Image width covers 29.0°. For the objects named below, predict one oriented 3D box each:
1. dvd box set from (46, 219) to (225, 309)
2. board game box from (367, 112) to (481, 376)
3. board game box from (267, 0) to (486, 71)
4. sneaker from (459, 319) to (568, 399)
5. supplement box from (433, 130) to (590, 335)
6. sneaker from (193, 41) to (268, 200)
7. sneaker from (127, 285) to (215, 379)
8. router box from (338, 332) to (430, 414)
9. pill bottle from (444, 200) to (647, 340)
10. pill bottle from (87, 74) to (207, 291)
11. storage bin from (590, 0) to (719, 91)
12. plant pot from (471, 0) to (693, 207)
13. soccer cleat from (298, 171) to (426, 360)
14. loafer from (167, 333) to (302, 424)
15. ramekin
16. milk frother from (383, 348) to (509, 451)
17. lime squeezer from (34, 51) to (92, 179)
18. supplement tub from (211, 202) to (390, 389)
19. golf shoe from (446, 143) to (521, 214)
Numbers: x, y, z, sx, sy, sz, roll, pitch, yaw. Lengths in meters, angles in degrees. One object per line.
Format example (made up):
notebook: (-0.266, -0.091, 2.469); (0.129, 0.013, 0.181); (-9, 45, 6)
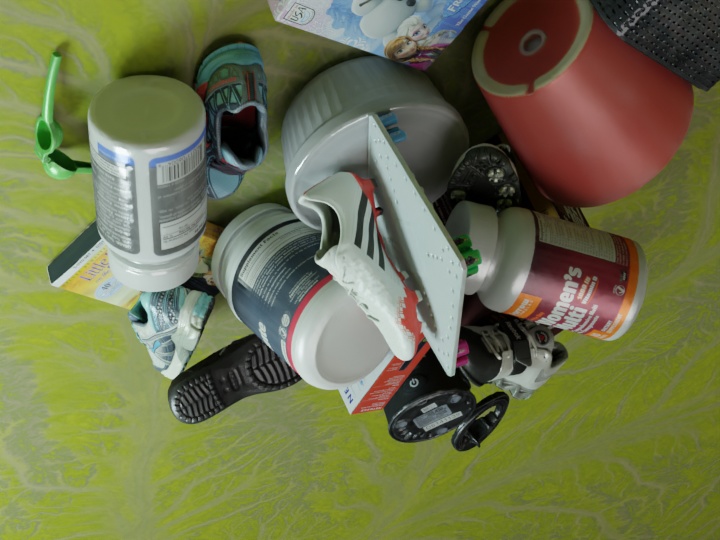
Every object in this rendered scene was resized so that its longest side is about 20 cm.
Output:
dvd box set: (-0.230, -0.010, 1.568); (0.146, 0.030, 0.199); (-39, 144, 24)
board game box: (0.060, -0.026, 1.384); (0.026, 0.201, 0.201); (-20, 148, -14)
board game box: (0.045, -0.292, 1.313); (0.197, 0.044, 0.200); (12, 135, -39)
sneaker: (0.163, 0.083, 1.533); (0.088, 0.075, 0.199); (-37, 152, 21)
supplement box: (0.162, -0.018, 1.630); (0.199, 0.199, 0.132); (-35, 144, 18)
sneaker: (-0.135, -0.128, 1.394); (0.078, 0.096, 0.201); (-8, 145, -19)
sneaker: (-0.222, 0.059, 1.595); (0.086, 0.078, 0.200); (25, 153, -5)
router box: (0.006, 0.032, 1.607); (0.048, 0.201, 0.180); (-4, 143, -36)
pill bottle: (0.185, -0.002, 1.436); (0.198, 0.110, 0.110); (14, 137, -15)
pill bottle: (-0.208, -0.082, 1.379); (0.112, 0.114, 0.201); (-11, 137, -16)
storage bin: (0.307, -0.280, 1.393); (0.094, 0.136, 0.199); (-42, 142, 26)
plant pot: (0.217, -0.192, 1.438); (0.199, 0.202, 0.177); (-34, 136, 19)
soccer cleat: (0.000, 0.000, 1.400); (0.084, 0.202, 0.068); (-18, 179, -28)
loafer: (-0.140, 0.108, 1.612); (0.198, 0.071, 0.074); (-21, 110, -25)
ramekin: (0.007, -0.136, 1.467); (0.200, 0.095, 0.203); (-16, 147, -11)
milk frother: (0.092, 0.123, 1.800); (0.178, 0.190, 0.201); (-15, 147, -8)
lime squeezer: (-0.286, -0.128, 1.361); (0.070, 0.038, 0.201); (-22, 146, -1)
supplement tub: (-0.061, 0.025, 1.529); (0.139, 0.200, 0.142); (-23, 131, -29)
golf shoe: (0.132, -0.099, 1.472); (0.076, 0.089, 0.200); (-2, 161, 9)
